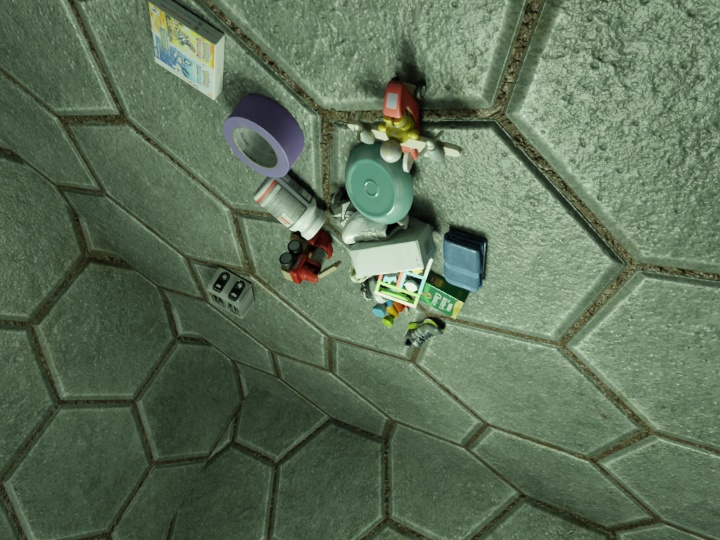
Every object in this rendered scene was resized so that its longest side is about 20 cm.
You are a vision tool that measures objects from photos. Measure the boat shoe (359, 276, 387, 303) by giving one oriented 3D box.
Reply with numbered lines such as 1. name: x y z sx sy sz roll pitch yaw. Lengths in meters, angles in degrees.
1. boat shoe: 0.031 0.061 1.781 0.072 0.067 0.201 47 -172 -22

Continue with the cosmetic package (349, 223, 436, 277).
1. cosmetic package: 0.083 -0.051 1.498 0.196 0.113 0.083 -7 113 28

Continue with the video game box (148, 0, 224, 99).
1. video game box: -0.411 -0.527 1.388 0.180 0.047 0.200 30 154 -2

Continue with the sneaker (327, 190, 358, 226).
1. sneaker: -0.038 -0.180 1.556 0.090 0.067 0.200 33 157 -10

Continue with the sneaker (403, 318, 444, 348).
1. sneaker: 0.212 0.220 1.962 0.073 0.082 0.199 36 154 -12

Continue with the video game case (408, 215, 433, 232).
1. video game case: 0.105 -0.094 1.599 0.179 0.024 0.201 26 154 13

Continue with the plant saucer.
1. plant saucer: 0.033 -0.200 1.384 0.197 0.036 0.204 21 127 29

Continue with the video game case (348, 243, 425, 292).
1. video game case: 0.074 -0.016 1.690 0.201 0.026 0.180 49 154 -16

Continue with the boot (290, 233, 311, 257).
1. boot: -0.198 -0.043 1.965 0.072 0.076 0.202 18 150 28

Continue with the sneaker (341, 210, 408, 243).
1. sneaker: 0.036 -0.114 1.481 0.197 0.089 0.074 -25 137 24

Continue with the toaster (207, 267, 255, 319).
1. toaster: -0.569 0.103 2.580 0.178 0.120 0.201 28 154 9

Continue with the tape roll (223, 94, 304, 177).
1. tape roll: -0.246 -0.340 1.488 0.197 0.086 0.201 26 154 13

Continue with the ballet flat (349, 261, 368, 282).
1. ballet flat: 0.000 0.000 1.718 0.071 0.073 0.200 35 157 -8

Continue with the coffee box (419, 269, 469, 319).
1. coffee box: 0.215 0.059 1.720 0.197 0.044 0.124 29 154 8

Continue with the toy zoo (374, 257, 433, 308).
1. toy zoo: 0.121 0.000 1.604 0.128 0.021 0.203 18 124 4

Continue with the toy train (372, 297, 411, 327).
1. toy train: 0.110 0.134 1.884 0.083 0.117 0.201 9 146 39

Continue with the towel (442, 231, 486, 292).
1. towel: 0.268 -0.023 1.514 0.110 0.049 0.202 21 153 21

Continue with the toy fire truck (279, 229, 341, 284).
1. toy fire truck: -0.129 -0.040 1.775 0.196 0.178 0.130 21 152 20

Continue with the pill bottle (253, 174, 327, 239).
1. pill bottle: -0.197 -0.187 1.662 0.199 0.117 0.115 41 153 -17

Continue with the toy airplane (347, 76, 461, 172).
1. toy airplane: 0.082 -0.269 1.182 0.198 0.143 0.199 39 153 -18
